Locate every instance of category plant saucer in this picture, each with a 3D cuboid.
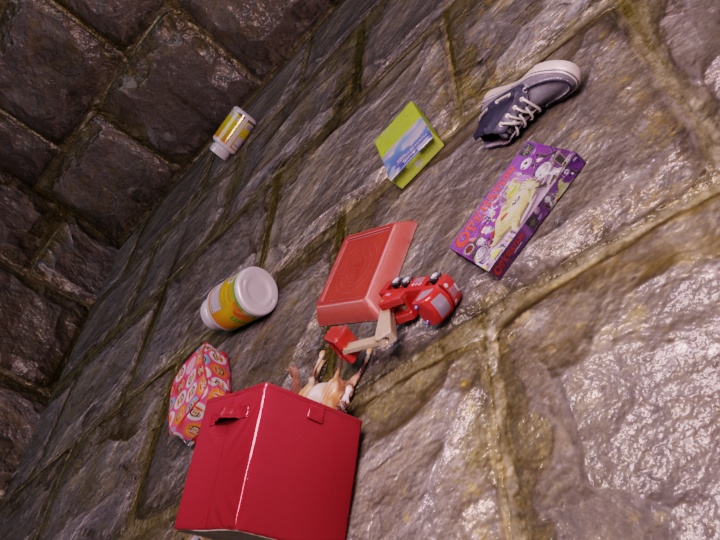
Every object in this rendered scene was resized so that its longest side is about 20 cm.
[{"bbox_3d":[0.000,0.000,1.143,0.199,0.037,0.202,-13,49,54],"label":"plant saucer"}]

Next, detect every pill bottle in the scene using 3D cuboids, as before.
[{"bbox_3d":[-0.286,0.074,1.437,0.199,0.110,0.112,-25,39,44],"label":"pill bottle"},{"bbox_3d":[-0.511,-0.543,2.483,0.201,0.109,0.109,-53,27,3],"label":"pill bottle"}]

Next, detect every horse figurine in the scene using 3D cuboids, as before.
[{"bbox_3d":[-0.058,0.188,1.014,0.198,0.050,0.134,-19,39,45],"label":"horse figurine"}]

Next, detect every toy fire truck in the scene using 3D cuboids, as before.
[{"bbox_3d":[0.046,0.073,0.936,0.199,0.049,0.141,-8,37,54],"label":"toy fire truck"}]

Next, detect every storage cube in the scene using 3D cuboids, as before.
[{"bbox_3d":[-0.121,0.280,0.860,0.170,0.199,0.182,-23,47,44],"label":"storage cube"}]

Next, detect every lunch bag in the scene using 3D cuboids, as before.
[{"bbox_3d":[-0.362,0.275,1.367,0.177,0.081,0.201,-48,28,13],"label":"lunch bag"}]

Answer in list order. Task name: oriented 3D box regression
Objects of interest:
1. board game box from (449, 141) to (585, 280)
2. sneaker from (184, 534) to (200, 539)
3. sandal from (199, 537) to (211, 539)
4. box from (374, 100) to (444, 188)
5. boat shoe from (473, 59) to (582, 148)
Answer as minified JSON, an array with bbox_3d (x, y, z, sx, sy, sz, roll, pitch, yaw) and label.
[{"bbox_3d":[0.221,-0.091,0.902,0.201,0.032,0.120,-54,23,2],"label":"board game box"},{"bbox_3d":[-0.282,0.513,1.004,0.070,0.108,0.200,-46,-2,20],"label":"sneaker"},{"bbox_3d":[-0.245,0.423,1.048,0.211,0.077,0.071,-15,66,59],"label":"sandal"},{"bbox_3d":[0.096,-0.252,1.256,0.122,0.047,0.201,-45,29,19],"label":"box"},{"bbox_3d":[0.259,-0.253,0.985,0.199,0.074,0.094,-10,57,64],"label":"boat shoe"}]
